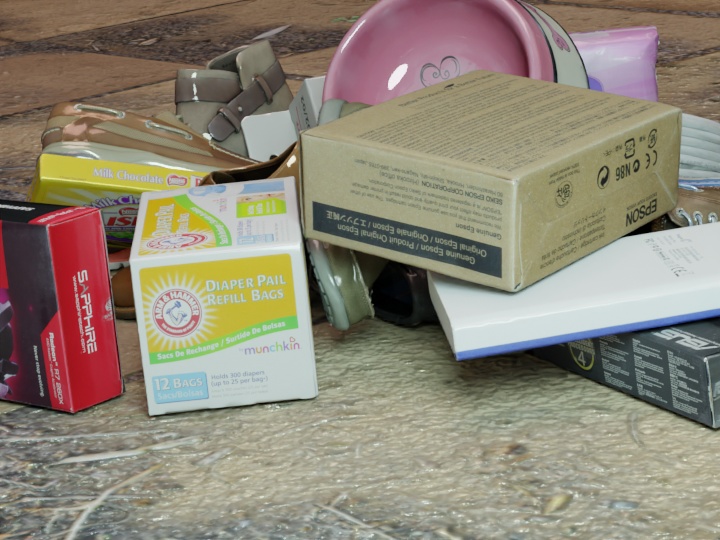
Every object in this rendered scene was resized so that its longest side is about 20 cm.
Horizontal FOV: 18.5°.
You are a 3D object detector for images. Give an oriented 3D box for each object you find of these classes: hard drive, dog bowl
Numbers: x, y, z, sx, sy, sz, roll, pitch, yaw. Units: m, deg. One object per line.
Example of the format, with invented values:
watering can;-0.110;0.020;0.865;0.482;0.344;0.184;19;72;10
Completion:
hard drive;0.146;0.010;1.335;0.199;0.026;0.132;-9;15;-3
dog bowl;0.061;-0.120;1.590;0.199;0.202;0.074;0;-17;23

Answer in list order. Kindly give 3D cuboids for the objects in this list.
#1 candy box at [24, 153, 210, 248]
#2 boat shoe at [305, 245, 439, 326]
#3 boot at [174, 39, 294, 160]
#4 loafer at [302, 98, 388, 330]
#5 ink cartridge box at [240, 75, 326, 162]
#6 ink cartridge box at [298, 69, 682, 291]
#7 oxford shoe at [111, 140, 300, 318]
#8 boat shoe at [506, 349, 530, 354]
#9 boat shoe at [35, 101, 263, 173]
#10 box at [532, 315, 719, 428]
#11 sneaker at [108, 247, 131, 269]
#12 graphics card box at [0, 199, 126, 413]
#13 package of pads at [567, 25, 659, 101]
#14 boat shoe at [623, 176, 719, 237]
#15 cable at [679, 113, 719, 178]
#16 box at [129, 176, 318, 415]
candy box;-0.146;-0.044;1.641;0.199;0.027;0.102;6;-28;-15
boat shoe;0.000;0.000;1.545;0.066;0.070;0.200;-14;24;-34
boot;-0.069;-0.119;1.844;0.070;0.147;0.199;-7;9;45
loafer;0.004;-0.045;1.476;0.069;0.075;0.201;-6;46;9
ink cartridge box;0.016;-0.098;1.770;0.199;0.116;0.068;-11;-14;-17
ink cartridge box;0.084;-0.062;1.397;0.164;0.076;0.200;14;25;36
oxford shoe;-0.106;-0.032;1.584;0.199;0.071;0.071;-30;24;16
boat shoe;0.122;-0.001;1.489;0.071;0.068;0.200;0;14;28
boat shoe;-0.145;-0.087;1.668;0.199;0.072;0.076;11;-31;-25
box;0.219;0.034;1.349;0.160;0.049;0.200;-17;17;-23
sneaker;-0.170;-0.050;1.755;0.198;0.082;0.077;-4;15;6
graphics card box;-0.244;0.016;1.448;0.199;0.126;0.051;8;20;40
package of pads;0.160;-0.139;1.885;0.198;0.121;0.076;-6;12;0
boat shoe;0.217;-0.026;1.503;0.199;0.073;0.072;14;24;22
cable;0.188;-0.088;1.681;0.199;0.070;0.199;6;-3;42
box;-0.089;0.012;1.446;0.112;0.102;0.200;-6;14;-2
